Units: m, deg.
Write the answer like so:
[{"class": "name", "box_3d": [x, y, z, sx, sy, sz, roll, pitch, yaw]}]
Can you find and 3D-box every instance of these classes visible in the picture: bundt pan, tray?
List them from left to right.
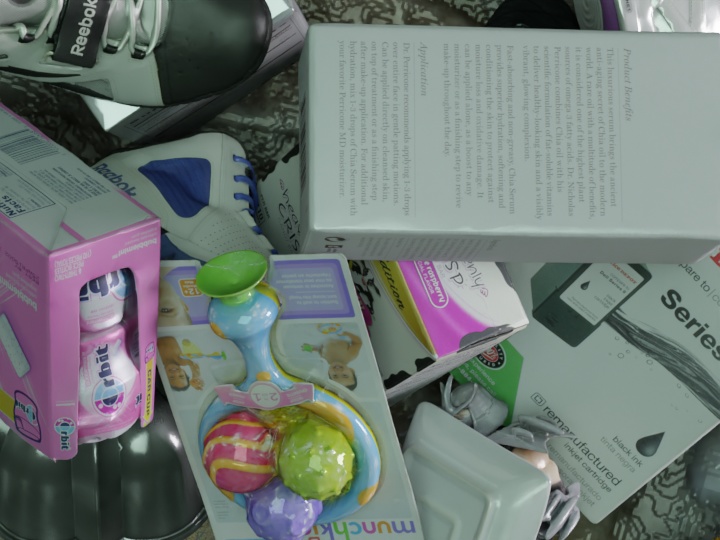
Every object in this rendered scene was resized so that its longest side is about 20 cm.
[{"class": "bundt pan", "box_3d": [-0.142, 0.052, 1.251, 0.200, 0.076, 0.203, 2, 45, -2]}, {"class": "tray", "box_3d": [0.028, 0.179, 1.218, 0.107, 0.022, 0.201, 29, 105, 46]}]

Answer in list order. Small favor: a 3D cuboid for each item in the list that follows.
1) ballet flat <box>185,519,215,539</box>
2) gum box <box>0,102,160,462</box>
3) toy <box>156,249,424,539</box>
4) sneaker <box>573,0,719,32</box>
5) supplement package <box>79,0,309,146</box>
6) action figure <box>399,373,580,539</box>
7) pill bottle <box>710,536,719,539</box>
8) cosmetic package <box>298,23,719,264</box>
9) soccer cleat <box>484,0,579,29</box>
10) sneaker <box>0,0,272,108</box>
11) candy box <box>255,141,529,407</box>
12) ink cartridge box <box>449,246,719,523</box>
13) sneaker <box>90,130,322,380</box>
[{"class": "ballet flat", "box_3d": [-0.079, 0.223, 1.315, 0.067, 0.068, 0.202, -5, 80, 9]}, {"class": "gum box", "box_3d": [-0.175, -0.005, 1.149, 0.066, 0.200, 0.114, -20, 128, -34]}, {"class": "toy", "box_3d": [-0.043, 0.084, 1.148, 0.114, 0.047, 0.201, -2, 122, 19]}, {"class": "sneaker", "box_3d": [0.184, -0.097, 1.294, 0.099, 0.075, 0.202, -17, 99, -18]}, {"class": "supplement package", "box_3d": [-0.104, -0.145, 1.245, 0.117, 0.200, 0.117, -32, 88, 2]}, {"class": "action figure", "box_3d": [0.076, 0.148, 1.261, 0.069, 0.130, 0.201, -25, 109, -28]}, {"class": "pill bottle", "box_3d": [0.228, 0.190, 1.277, 0.199, 0.104, 0.105, -19, 89, 3]}, {"class": "cosmetic package", "box_3d": [0.071, -0.059, 1.111, 0.198, 0.071, 0.102, 1, 79, -5]}, {"class": "soccer cleat", "box_3d": [0.090, -0.092, 1.254, 0.067, 0.081, 0.201, 24, 49, -5]}, {"class": "sneaker", "box_3d": [-0.143, -0.121, 1.104, 0.198, 0.089, 0.075, 6, 91, 5]}, {"class": "candy box", "box_3d": [0.000, 0.000, 1.233, 0.061, 0.200, 0.137, -20, 82, -26]}, {"class": "ink cartridge box", "box_3d": [0.151, 0.015, 1.243, 0.146, 0.084, 0.200, 46, 127, 2]}, {"class": "sneaker", "box_3d": [-0.074, -0.016, 1.213, 0.198, 0.081, 0.115, 27, 48, 19]}]
